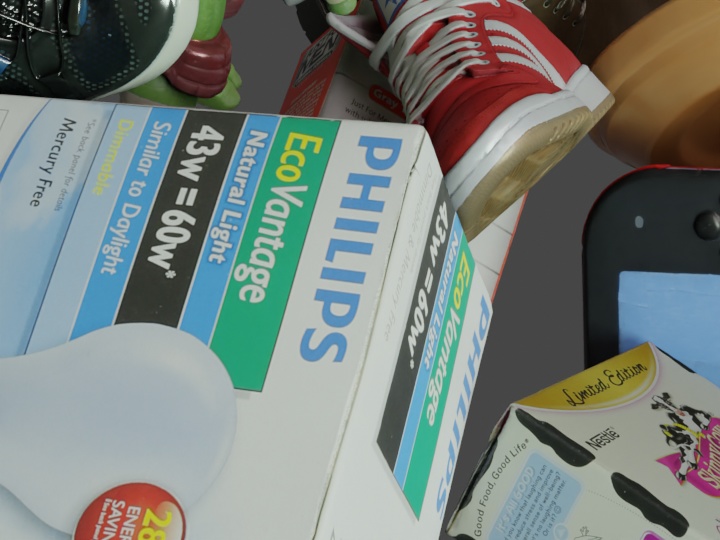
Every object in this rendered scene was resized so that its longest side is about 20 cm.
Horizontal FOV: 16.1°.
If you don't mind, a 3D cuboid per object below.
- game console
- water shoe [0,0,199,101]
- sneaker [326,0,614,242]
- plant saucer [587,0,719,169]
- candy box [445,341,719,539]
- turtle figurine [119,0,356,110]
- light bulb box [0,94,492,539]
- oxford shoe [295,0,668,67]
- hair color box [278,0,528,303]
[{"bbox_3d":[0.176,0.059,1.012,0.031,0.176,0.202,-28,119,-61],"label":"game console"},{"bbox_3d":[-0.158,-0.091,0.902,0.198,0.079,0.072,2,103,10],"label":"water shoe"},{"bbox_3d":[0.034,-0.079,0.971,0.113,0.071,0.200,48,14,1],"label":"sneaker"},{"bbox_3d":[0.192,-0.084,1.083,0.199,0.200,0.038,-5,69,-30],"label":"plant saucer"},{"bbox_3d":[0.148,0.112,0.929,0.199,0.061,0.136,33,22,19],"label":"candy box"},{"bbox_3d":[-0.019,-0.125,0.968,0.199,0.195,0.144,-5,46,-33],"label":"turtle figurine"},{"bbox_3d":[-0.077,0.056,0.877,0.199,0.125,0.199,5,60,18],"label":"light bulb box"},{"bbox_3d":[0.078,-0.114,1.116,0.199,0.084,0.073,5,66,-29],"label":"oxford shoe"},{"bbox_3d":[0.000,0.000,1.038,0.101,0.061,0.201,30,59,-16],"label":"hair color box"}]
